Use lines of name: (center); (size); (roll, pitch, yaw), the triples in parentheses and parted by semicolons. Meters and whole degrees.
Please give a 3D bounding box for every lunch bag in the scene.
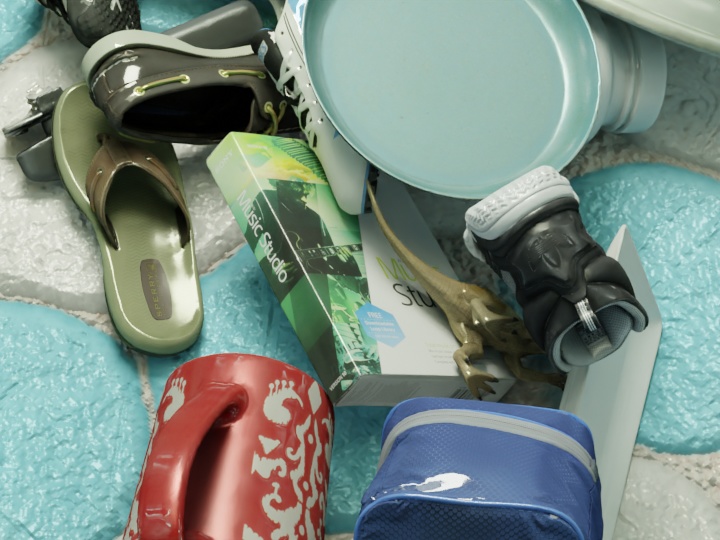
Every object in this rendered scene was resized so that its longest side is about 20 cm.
lunch bag: (0.068, 0.178, 1.381); (0.135, 0.201, 0.132); (8, 28, 7)

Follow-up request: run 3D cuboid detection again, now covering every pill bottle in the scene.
pill bottle: (0.099, -0.133, 1.625); (0.199, 0.109, 0.109); (-1, 56, -19)

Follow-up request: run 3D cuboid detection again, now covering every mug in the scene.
mug: (-0.073, 0.148, 1.408); (0.133, 0.178, 0.201); (16, 52, -8)

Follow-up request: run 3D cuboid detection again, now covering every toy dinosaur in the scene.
toy dinosaur: (0.072, 0.029, 1.517); (0.200, 0.058, 0.101); (31, 19, -25)

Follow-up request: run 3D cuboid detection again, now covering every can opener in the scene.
can opener: (-0.155, -0.125, 1.660); (0.200, 0.053, 0.067); (-30, 97, -19)

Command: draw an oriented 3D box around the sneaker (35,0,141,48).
sneaker: (-0.194, -0.193, 1.656); (0.080, 0.074, 0.200); (-13, 23, 0)

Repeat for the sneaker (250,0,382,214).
sneaker: (-0.030, -0.121, 1.565); (0.072, 0.072, 0.201); (-9, 63, -12)

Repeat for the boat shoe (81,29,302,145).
boat shoe: (-0.088, -0.111, 1.606); (0.200, 0.072, 0.061); (2, 48, -33)

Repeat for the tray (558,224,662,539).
tray: (0.149, 0.080, 1.504); (0.022, 0.108, 0.201); (1, 53, 25)

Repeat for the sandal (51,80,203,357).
sandal: (-0.144, -0.042, 1.578); (0.079, 0.057, 0.202); (-13, 66, -19)

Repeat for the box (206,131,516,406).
box: (0.000, 0.000, 1.541); (0.144, 0.036, 0.200); (4, 46, -46)

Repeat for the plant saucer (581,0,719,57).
plant saucer: (0.197, -0.204, 1.649); (0.199, 0.050, 0.200); (21, 17, -6)

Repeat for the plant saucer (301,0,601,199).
plant saucer: (0.056, -0.131, 1.534); (0.199, 0.027, 0.201); (6, 65, -14)

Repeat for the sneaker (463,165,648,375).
sneaker: (0.118, 0.005, 1.462); (0.075, 0.200, 0.114); (-31, 83, 4)
